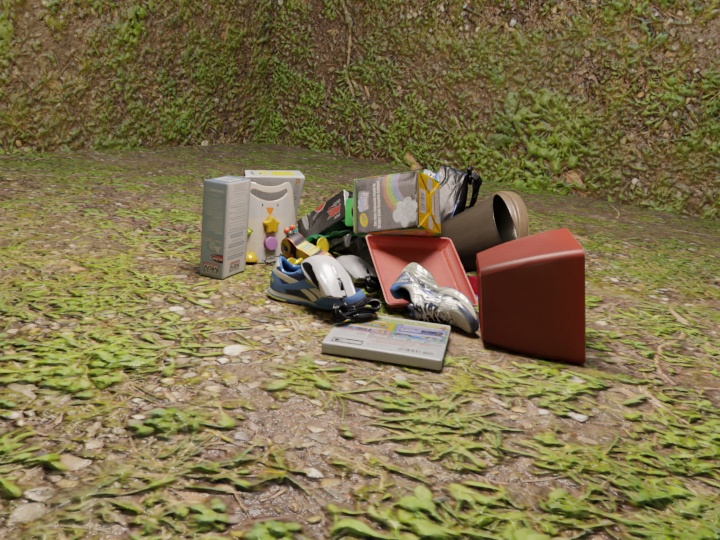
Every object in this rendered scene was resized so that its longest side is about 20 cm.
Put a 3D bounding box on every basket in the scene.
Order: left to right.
[{"bbox_3d":[0.235,-0.061,1.745,0.199,0.136,0.181,-22,32,25],"label":"basket"}]

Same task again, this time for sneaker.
[{"bbox_3d":[-0.085,0.025,1.517,0.198,0.083,0.074,10,14,10],"label":"sneaker"},{"bbox_3d":[0.135,0.070,1.473,0.085,0.077,0.199,-37,51,-24],"label":"sneaker"}]

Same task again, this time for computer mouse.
[{"bbox_3d":[-0.047,0.022,1.431,0.109,0.044,0.200,-6,37,-34],"label":"computer mouse"},{"bbox_3d":[0.000,0.000,1.690,0.109,0.044,0.199,-6,19,-38],"label":"computer mouse"}]

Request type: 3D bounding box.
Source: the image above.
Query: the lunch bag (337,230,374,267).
[{"bbox_3d":[0.045,-0.070,1.869,0.163,0.119,0.199,-3,23,-41],"label":"lunch bag"}]

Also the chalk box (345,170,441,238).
[{"bbox_3d":[0.060,-0.133,1.686,0.198,0.126,0.123,-4,-8,29],"label":"chalk box"}]

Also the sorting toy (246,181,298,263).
[{"bbox_3d":[-0.221,-0.116,1.805,0.198,0.182,0.107,-3,17,-29],"label":"sorting toy"}]

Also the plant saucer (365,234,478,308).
[{"bbox_3d":[0.119,0.009,1.607,0.198,0.037,0.201,1,45,-18],"label":"plant saucer"}]

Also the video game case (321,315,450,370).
[{"bbox_3d":[0.049,0.117,1.338,0.198,0.022,0.182,7,15,10],"label":"video game case"}]

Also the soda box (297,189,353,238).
[{"bbox_3d":[-0.069,-0.116,1.823,0.063,0.071,0.199,9,-24,-36],"label":"soda box"}]

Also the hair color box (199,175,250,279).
[{"bbox_3d":[-0.285,-0.093,1.650,0.060,0.202,0.099,11,15,20],"label":"hair color box"}]

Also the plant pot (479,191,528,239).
[{"bbox_3d":[0.309,-0.090,1.863,0.092,0.203,0.201,3,14,-22],"label":"plant pot"}]

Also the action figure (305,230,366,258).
[{"bbox_3d":[-0.079,-0.055,1.795,0.117,0.055,0.199,12,-15,-40],"label":"action figure"}]

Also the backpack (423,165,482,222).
[{"bbox_3d":[0.201,-0.149,1.938,0.153,0.201,0.191,21,-12,18],"label":"backpack"}]

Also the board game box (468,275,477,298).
[{"bbox_3d":[0.272,0.027,1.727,0.156,0.039,0.200,3,15,-11],"label":"board game box"}]

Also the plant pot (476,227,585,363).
[{"bbox_3d":[0.300,0.043,1.410,0.174,0.202,0.200,-2,14,7],"label":"plant pot"}]

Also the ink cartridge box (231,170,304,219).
[{"bbox_3d":[-0.244,-0.141,1.855,0.198,0.199,0.047,-2,32,-29],"label":"ink cartridge box"}]

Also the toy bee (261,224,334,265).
[{"bbox_3d":[-0.134,-0.036,1.671,0.198,0.110,0.131,6,33,15],"label":"toy bee"}]
